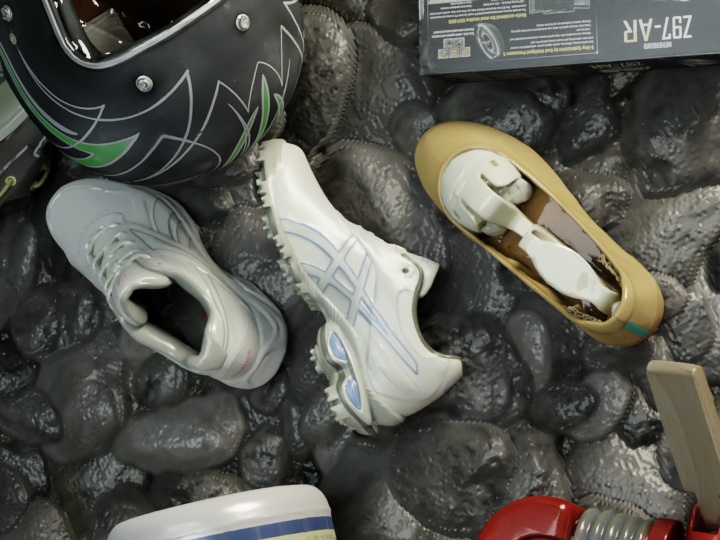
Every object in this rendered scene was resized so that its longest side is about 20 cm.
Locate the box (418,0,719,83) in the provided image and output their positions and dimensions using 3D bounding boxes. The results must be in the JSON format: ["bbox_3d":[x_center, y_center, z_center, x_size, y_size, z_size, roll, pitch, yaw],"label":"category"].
[{"bbox_3d":[0.133,-0.201,1.366,0.200,0.044,0.161,-3,86,26],"label":"box"}]

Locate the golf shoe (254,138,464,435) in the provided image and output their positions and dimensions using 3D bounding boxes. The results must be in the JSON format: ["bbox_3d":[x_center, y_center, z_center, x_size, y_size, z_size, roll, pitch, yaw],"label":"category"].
[{"bbox_3d":[0.000,0.000,1.417,0.097,0.078,0.200,-23,82,6],"label":"golf shoe"}]

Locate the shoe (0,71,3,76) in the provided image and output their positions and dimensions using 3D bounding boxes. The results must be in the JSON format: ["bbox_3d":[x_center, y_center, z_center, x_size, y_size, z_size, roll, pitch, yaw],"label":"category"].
[{"bbox_3d":[-0.218,-0.231,1.524,0.091,0.071,0.201,5,85,32],"label":"shoe"}]

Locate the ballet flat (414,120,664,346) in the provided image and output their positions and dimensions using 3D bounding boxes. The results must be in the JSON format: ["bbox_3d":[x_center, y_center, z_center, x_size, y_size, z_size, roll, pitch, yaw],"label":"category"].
[{"bbox_3d":[0.103,-0.030,1.361,0.200,0.063,0.069,40,103,23],"label":"ballet flat"}]

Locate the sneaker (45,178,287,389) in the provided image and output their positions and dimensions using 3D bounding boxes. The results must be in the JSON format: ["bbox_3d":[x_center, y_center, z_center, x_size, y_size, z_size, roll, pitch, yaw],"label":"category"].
[{"bbox_3d":[-0.140,0.000,1.458,0.200,0.099,0.078,36,102,23],"label":"sneaker"}]

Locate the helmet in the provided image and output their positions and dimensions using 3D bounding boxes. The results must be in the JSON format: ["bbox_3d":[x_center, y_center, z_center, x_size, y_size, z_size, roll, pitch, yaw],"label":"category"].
[{"bbox_3d":[-0.130,-0.147,1.410,0.191,0.200,0.200,43,106,11],"label":"helmet"}]

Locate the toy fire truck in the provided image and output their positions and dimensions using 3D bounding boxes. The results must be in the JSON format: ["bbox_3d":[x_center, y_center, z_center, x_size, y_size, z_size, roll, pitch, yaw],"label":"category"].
[{"bbox_3d":[0.153,0.158,1.304,0.176,0.129,0.200,9,79,27],"label":"toy fire truck"}]

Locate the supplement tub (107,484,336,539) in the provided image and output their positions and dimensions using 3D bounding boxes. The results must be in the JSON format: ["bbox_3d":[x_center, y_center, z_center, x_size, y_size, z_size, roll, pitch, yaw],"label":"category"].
[{"bbox_3d":[-0.072,0.244,1.385,0.145,0.145,0.200,-17,80,24],"label":"supplement tub"}]

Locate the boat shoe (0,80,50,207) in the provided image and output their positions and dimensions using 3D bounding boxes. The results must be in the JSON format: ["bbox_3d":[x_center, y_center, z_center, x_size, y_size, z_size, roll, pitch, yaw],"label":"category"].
[{"bbox_3d":[-0.253,-0.072,1.542,0.201,0.061,0.072,-43,26,9],"label":"boat shoe"}]
